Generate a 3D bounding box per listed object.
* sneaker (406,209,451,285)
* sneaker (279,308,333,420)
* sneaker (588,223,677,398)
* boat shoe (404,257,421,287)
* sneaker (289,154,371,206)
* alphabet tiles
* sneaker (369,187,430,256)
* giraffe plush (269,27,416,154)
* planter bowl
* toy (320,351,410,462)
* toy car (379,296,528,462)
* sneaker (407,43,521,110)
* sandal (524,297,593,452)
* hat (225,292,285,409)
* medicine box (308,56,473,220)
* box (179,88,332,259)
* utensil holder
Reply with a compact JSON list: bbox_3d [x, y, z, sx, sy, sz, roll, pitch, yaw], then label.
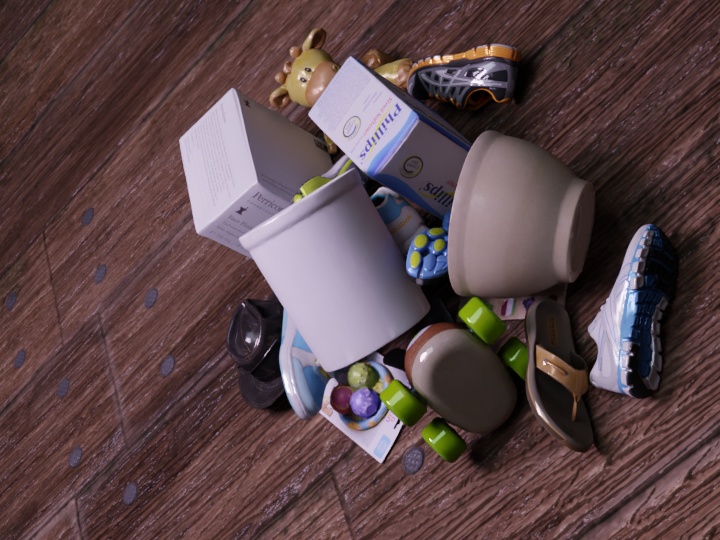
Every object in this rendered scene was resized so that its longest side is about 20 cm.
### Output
[{"bbox_3d":[0.106,-0.016,1.617,0.070,0.200,0.083,22,112,12],"label":"sneaker"},{"bbox_3d":[-0.035,0.097,1.706,0.130,0.080,0.201,-15,50,16],"label":"sneaker"},{"bbox_3d":[0.296,0.043,1.454,0.086,0.075,0.201,-3,67,51],"label":"sneaker"},{"bbox_3d":[0.000,0.000,1.789,0.199,0.062,0.073,5,73,47],"label":"boat shoe"},{"bbox_3d":[-0.020,-0.104,1.810,0.081,0.200,0.074,36,133,12],"label":"sneaker"},{"bbox_3d":[0.203,-0.032,1.638,0.167,0.008,0.201,-6,65,45],"label":"alphabet tiles"},{"bbox_3d":[0.038,-0.073,1.730,0.076,0.081,0.200,-41,11,-5],"label":"sneaker"},{"bbox_3d":[-0.035,-0.268,1.890,0.199,0.162,0.174,2,71,46],"label":"giraffe plush"},{"bbox_3d":[0.199,-0.057,1.524,0.134,0.200,0.201,11,76,21],"label":"planter bowl"},{"bbox_3d":[-0.013,0.157,1.730,0.200,0.047,0.116,34,96,50],"label":"toy"},{"bbox_3d":[0.096,0.104,1.583,0.164,0.158,0.200,-46,30,1],"label":"toy car"},{"bbox_3d":[0.137,-0.256,1.778,0.199,0.078,0.078,-7,83,51],"label":"sneaker"},{"bbox_3d":[0.231,0.110,1.474,0.054,0.080,0.201,-44,37,44],"label":"sandal"},{"bbox_3d":[-0.144,0.092,1.849,0.200,0.081,0.201,-40,36,36],"label":"hat"},{"bbox_3d":[0.060,-0.170,1.725,0.103,0.182,0.200,-54,42,11],"label":"medicine box"},{"bbox_3d":[-0.141,-0.125,1.897,0.131,0.198,0.201,-39,46,26],"label":"box"},{"bbox_3d":[-0.028,0.001,1.602,0.169,0.170,0.201,-28,95,33],"label":"utensil holder"}]
